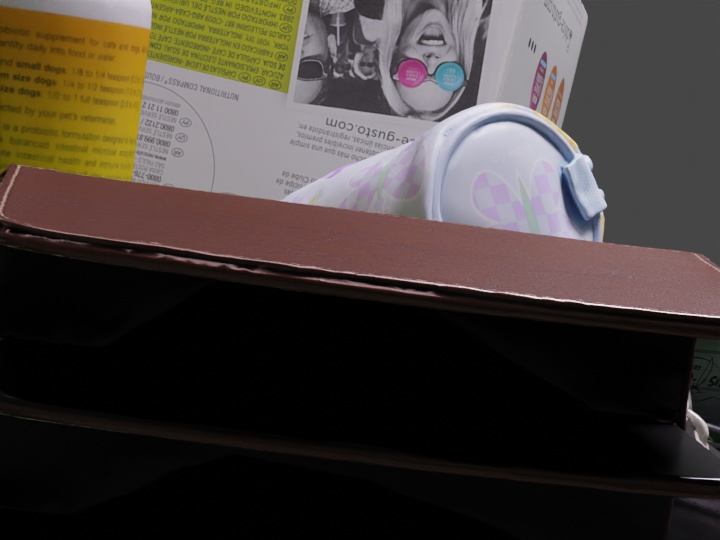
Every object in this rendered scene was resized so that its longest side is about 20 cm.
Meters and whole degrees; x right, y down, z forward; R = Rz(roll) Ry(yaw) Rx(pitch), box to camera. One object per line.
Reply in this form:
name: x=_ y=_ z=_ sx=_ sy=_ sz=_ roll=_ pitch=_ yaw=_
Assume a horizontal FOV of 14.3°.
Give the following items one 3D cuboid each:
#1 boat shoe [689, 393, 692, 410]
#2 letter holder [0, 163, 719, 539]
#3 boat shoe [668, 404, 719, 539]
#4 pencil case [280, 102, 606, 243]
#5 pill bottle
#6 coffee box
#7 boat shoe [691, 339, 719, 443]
boat shoe: x=0.050 y=0.048 z=1.093 sx=0.071 sy=0.071 sz=0.200 roll=-9 pitch=8 yaw=-27
letter holder: x=-0.001 y=0.040 z=0.737 sx=0.198 sy=0.101 sz=0.142 roll=7 pitch=5 yaw=-6
boat shoe: x=0.072 y=0.059 z=0.892 sx=0.199 sy=0.061 sz=0.074 roll=6 pitch=3 yaw=-28
pencil case: x=0.000 y=0.000 z=1.056 sx=0.199 sy=0.083 sz=0.091 roll=-20 pitch=20 yaw=49
pill bottle: x=-0.133 y=-0.047 z=1.019 sx=0.108 sy=0.202 sz=0.109 roll=8 pitch=3 yaw=0
coffee box: x=-0.021 y=-0.064 z=1.334 sx=0.199 sy=0.199 sz=0.200 roll=14 pitch=-3 yaw=12
boat shoe: x=0.197 y=0.048 z=1.279 sx=0.198 sy=0.075 sz=0.066 roll=8 pitch=5 yaw=16
